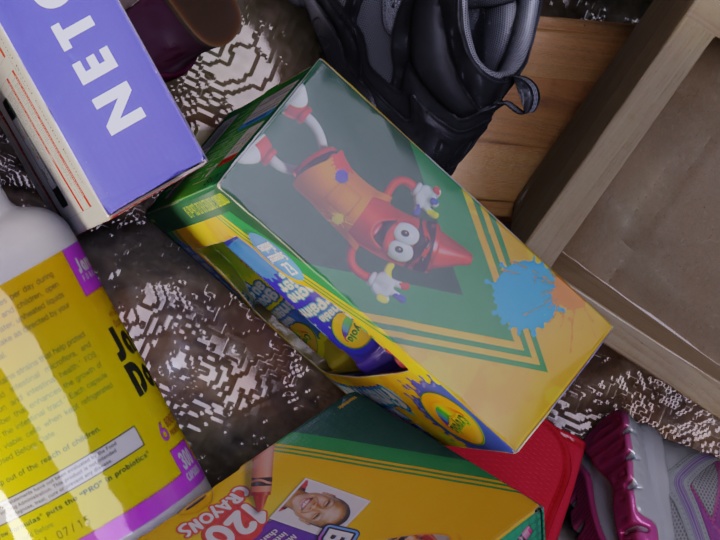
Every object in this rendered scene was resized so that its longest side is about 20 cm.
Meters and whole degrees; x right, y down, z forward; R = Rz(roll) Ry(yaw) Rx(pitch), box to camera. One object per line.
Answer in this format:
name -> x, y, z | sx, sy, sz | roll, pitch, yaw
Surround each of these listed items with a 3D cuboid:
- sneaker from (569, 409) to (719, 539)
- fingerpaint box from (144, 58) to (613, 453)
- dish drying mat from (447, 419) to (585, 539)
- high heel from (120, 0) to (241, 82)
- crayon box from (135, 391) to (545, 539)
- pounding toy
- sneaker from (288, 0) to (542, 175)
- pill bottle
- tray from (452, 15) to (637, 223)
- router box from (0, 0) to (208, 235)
sneaker -> 0.156, 0.165, 1.111 | 0.087, 0.081, 0.202 | 9, 65, -20
fingerpaint box -> 0.000, 0.000, 1.036 | 0.167, 0.200, 0.073 | 42, 79, -10
dish drying mat -> 0.046, 0.144, 1.087 | 0.076, 0.018, 0.201 | 25, 56, -3
high heel -> -0.135, -0.170, 1.052 | 0.067, 0.096, 0.201 | -36, 102, -33
crayon box -> -0.030, 0.144, 0.992 | 0.199, 0.118, 0.059 | -33, 135, -32
pounding toy -> 0.185, -0.018, 1.084 | 0.199, 0.142, 0.185 | 32, 111, -6
sneaker -> 0.017, -0.141, 1.074 | 0.075, 0.114, 0.201 | -14, 77, -49
pill bottle -> -0.153, 0.044, 1.046 | 0.104, 0.104, 0.201 | -29, 95, -13
tray -> 0.125, -0.071, 1.154 | 0.198, 0.037, 0.100 | 3, 87, -14
router box -> -0.147, -0.114, 1.016 | 0.049, 0.179, 0.201 | -30, 95, -12
